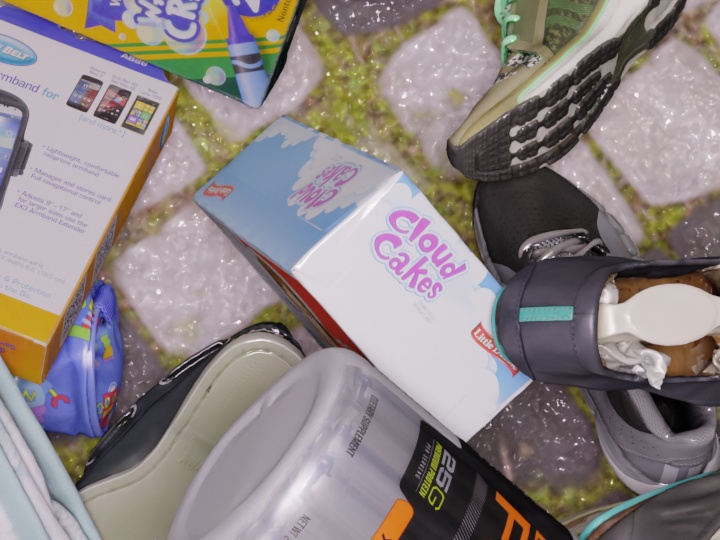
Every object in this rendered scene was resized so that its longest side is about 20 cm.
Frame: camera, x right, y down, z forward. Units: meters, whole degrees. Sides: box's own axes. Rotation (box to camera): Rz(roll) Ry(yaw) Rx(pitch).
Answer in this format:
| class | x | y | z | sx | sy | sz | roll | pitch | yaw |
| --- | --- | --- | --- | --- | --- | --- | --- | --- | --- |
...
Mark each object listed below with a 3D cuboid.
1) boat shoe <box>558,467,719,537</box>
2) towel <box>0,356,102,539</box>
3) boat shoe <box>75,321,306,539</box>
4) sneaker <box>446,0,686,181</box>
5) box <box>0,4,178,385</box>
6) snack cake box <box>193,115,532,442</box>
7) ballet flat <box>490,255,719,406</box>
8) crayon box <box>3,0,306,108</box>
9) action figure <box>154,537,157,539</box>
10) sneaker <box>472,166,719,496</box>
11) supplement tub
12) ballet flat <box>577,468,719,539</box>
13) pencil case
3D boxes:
| class | x | y | z | sx | sy | sz | roll | pitch | yaw |
| --- | --- | --- | --- | --- | --- | --- | --- | --- | --- |
| boat shoe | 0.139 | 0.149 | 1.001 | 0.199 | 0.066 | 0.074 | -30 | 87 | -5 |
| towel | -0.227 | 0.106 | 0.942 | 0.170 | 0.048 | 0.201 | -14 | 116 | 18 |
| boat shoe | -0.097 | 0.100 | 0.993 | 0.074 | 0.066 | 0.200 | 33 | 106 | -13 |
| sneaker | 0.096 | -0.126 | 1.022 | 0.088 | 0.077 | 0.200 | 33 | 63 | 21 |
| box | -0.172 | -0.048 | 0.980 | 0.118 | 0.042 | 0.201 | 21 | 50 | 2 |
| snack cake box | 0.000 | 0.000 | 0.929 | 0.067 | 0.200 | 0.115 | -42 | 110 | -6 |
| ballet flat | 0.148 | 0.024 | 0.868 | 0.199 | 0.073 | 0.074 | 2 | 83 | -39 |
| crayon box | -0.117 | -0.180 | 0.996 | 0.199 | 0.052 | 0.126 | 23 | 123 | 0 |
| action figure | -0.053 | 0.207 | 0.904 | 0.129 | 0.069 | 0.201 | -20 | 93 | -22 |
| sneaker | 0.123 | 0.010 | 0.972 | 0.075 | 0.116 | 0.201 | -28 | 71 | -10 |
| supplement tub | 0.027 | 0.137 | 0.828 | 0.200 | 0.122 | 0.123 | 40 | 84 | -14 |
| ballet flat | 0.190 | 0.113 | 0.930 | 0.199 | 0.068 | 0.068 | -29 | 58 | -24 |
| pencil case | -0.217 | 0.033 | 0.988 | 0.198 | 0.078 | 0.087 | 6 | 118 | -3 |
